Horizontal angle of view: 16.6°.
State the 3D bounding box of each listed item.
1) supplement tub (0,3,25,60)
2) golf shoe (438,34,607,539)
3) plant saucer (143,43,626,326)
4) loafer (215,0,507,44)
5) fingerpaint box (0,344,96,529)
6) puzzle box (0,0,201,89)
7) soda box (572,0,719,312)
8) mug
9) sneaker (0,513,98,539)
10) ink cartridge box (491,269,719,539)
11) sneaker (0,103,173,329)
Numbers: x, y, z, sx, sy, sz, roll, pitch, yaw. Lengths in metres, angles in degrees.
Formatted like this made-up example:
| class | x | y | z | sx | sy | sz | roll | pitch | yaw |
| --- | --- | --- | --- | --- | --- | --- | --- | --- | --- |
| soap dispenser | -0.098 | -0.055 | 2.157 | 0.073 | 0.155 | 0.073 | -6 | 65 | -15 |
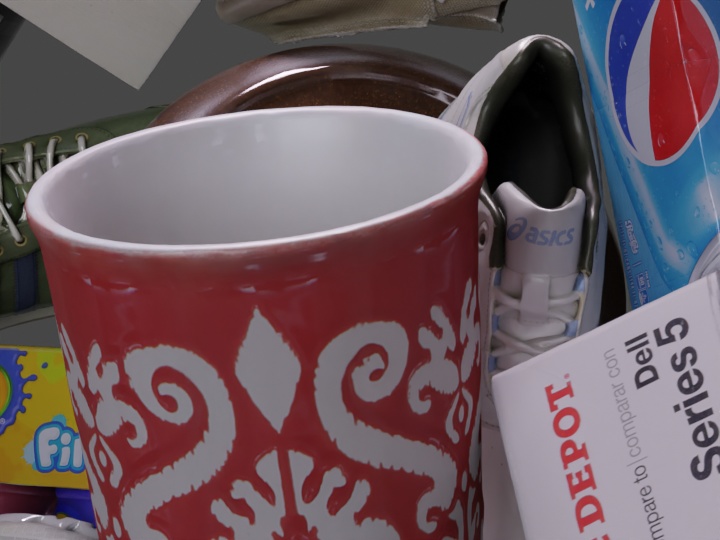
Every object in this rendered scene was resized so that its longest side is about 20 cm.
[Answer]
| class | x | y | z | sx | sy | sz | roll | pitch | yaw |
| --- | --- | --- | --- | --- | --- | --- | --- | --- | --- |
| supplement tub | -0.176 | -0.154 | 1.008 | 0.122 | 0.122 | 0.201 | 37 | 100 | 26 |
| golf shoe | 0.047 | 0.016 | 0.816 | 0.078 | 0.097 | 0.201 | 2 | 67 | -6 |
| plant saucer | 0.000 | 0.000 | 0.888 | 0.199 | 0.032 | 0.201 | 2 | 66 | -5 |
| loafer | 0.029 | -0.120 | 0.929 | 0.199 | 0.068 | 0.076 | -14 | 42 | 39 |
| fingerpaint box | -0.089 | 0.115 | 0.952 | 0.199 | 0.073 | 0.168 | 3 | 84 | 26 |
| puzzle box | -0.126 | -0.173 | 0.934 | 0.133 | 0.200 | 0.025 | -54 | 29 | 6 |
| soda box | 0.118 | -0.062 | 0.811 | 0.064 | 0.067 | 0.201 | 151 | 111 | -64 |
| mug | -0.013 | 0.058 | 0.761 | 0.133 | 0.178 | 0.201 | 2 | 110 | 21 |
| sneaker | -0.081 | 0.147 | 0.859 | 0.199 | 0.081 | 0.075 | 30 | 99 | 24 |
| ink cartridge box | 0.149 | 0.064 | 0.688 | 0.199 | 0.084 | 0.146 | -26 | 45 | 16 |
| sneaker | -0.147 | -0.016 | 0.990 | 0.199 | 0.090 | 0.068 | -22 | 73 | 22 |
